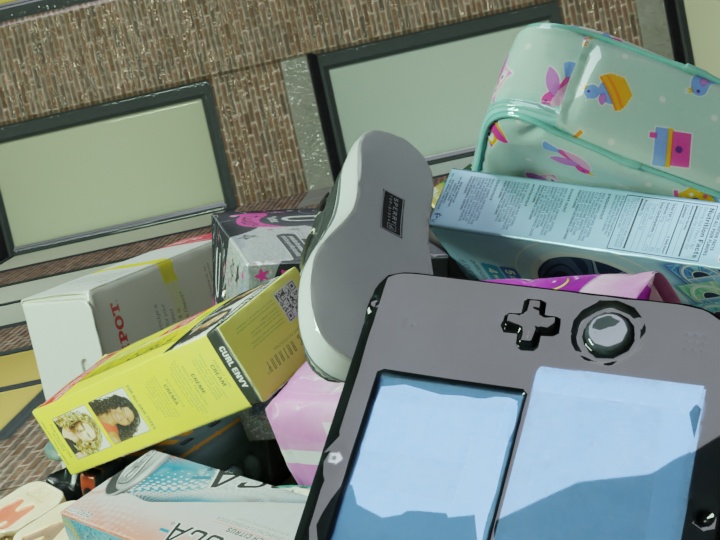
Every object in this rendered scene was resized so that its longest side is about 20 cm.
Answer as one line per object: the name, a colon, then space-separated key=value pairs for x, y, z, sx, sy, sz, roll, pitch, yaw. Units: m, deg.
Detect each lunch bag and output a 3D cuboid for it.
lunch bag: x=0.166 y=-0.057 z=0.929 sx=0.198 sy=0.078 sz=0.161 roll=22 pitch=-19 yaw=4

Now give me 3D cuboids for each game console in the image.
game console: x=0.064 y=0.093 z=0.654 sx=0.175 sy=0.031 sz=0.202 roll=9 pitch=58 yaw=16

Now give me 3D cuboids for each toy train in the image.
toy train: x=-0.122 y=0.127 z=1.036 sx=0.113 sy=0.086 sz=0.200 roll=3 pitch=16 yaw=29

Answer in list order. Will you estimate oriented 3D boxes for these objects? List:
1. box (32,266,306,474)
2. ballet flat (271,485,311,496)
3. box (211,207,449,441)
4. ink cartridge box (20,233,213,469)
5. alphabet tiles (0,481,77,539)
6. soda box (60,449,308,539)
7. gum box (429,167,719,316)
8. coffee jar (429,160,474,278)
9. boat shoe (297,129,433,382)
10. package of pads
box: x=-0.105 y=0.061 z=0.907 sx=0.199 sy=0.050 sz=0.075 roll=-25 pitch=11 yaw=47
ballet flat: x=0.002 y=0.147 z=0.791 sx=0.071 sy=0.073 sz=0.199 roll=-21 pitch=10 yaw=-42
box: x=-0.027 y=0.027 z=1.031 sx=0.130 sy=0.116 sz=0.200 roll=-2 pitch=10 yaw=-11
ink cartridge box: x=-0.161 y=0.062 z=1.263 sx=0.083 sy=0.147 sz=0.199 roll=-7 pitch=11 yaw=37
alphabet tiles: x=-0.162 y=0.169 z=0.856 sx=0.195 sy=0.015 sz=0.199 roll=-32 pitch=31 yaw=-34
soda box: x=-0.054 y=0.145 z=0.750 sx=0.199 sy=0.064 sz=0.068 roll=9 pitch=31 yaw=43
gum box: x=0.161 y=0.013 z=0.928 sx=0.198 sy=0.170 sz=0.045 roll=10 pitch=65 yaw=35
coffee jar: x=0.117 y=-0.050 z=1.088 sx=0.199 sy=0.086 sz=0.104 roll=-37 pitch=22 yaw=-2
boat shoe: x=0.000 y=0.000 z=0.828 sx=0.057 sy=0.068 sz=0.201 roll=-53 pitch=13 yaw=34
package of pads: x=0.060 y=0.060 z=0.800 sx=0.198 sy=0.076 sz=0.121 roll=-4 pitch=33 yaw=43
